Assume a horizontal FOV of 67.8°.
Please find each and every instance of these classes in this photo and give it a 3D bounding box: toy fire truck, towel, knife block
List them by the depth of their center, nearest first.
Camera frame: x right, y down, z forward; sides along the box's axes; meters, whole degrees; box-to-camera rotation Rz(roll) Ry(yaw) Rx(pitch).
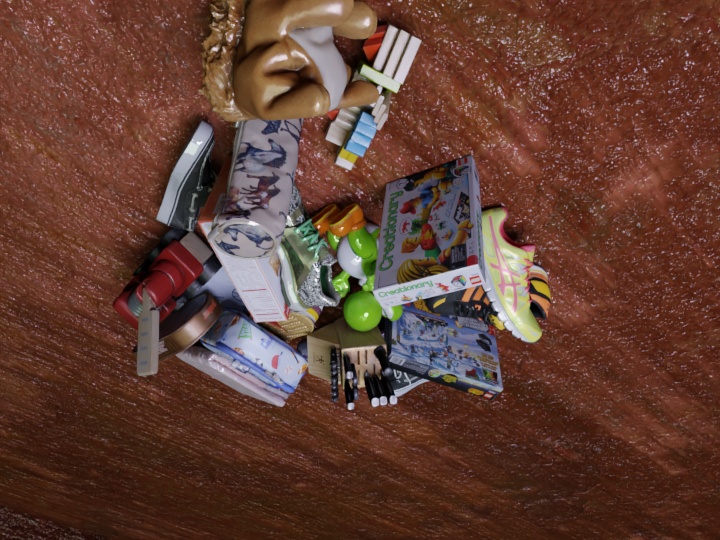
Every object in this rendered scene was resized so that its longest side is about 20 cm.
[{"bbox_3d":[0.013,0.129,0.798,0.173,0.198,0.066,12,111,34],"label":"knife block"},{"bbox_3d":[-0.311,0.055,0.806,0.129,0.201,0.175,46,130,-12],"label":"toy fire truck"},{"bbox_3d":[-0.257,0.201,1.047,0.190,0.033,0.198,39,155,-30],"label":"towel"}]

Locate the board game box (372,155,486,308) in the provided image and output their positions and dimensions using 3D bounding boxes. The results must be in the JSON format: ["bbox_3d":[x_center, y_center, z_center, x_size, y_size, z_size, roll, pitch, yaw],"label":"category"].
[{"bbox_3d":[0.085,-0.052,0.656,0.124,0.203,0.035,-16,131,23],"label":"board game box"}]

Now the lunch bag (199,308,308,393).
[{"bbox_3d":[-0.176,0.135,0.892,0.160,0.076,0.199,40,164,-25],"label":"lunch bag"}]

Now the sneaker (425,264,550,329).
[{"bbox_3d":[0.193,0.050,0.830,0.196,0.091,0.071,-11,135,19],"label":"sneaker"}]

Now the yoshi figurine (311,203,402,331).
[{"bbox_3d":[-0.007,0.010,0.781,0.110,0.113,0.202,-23,118,16],"label":"yoshi figurine"}]

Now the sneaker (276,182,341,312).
[{"bbox_3d":[-0.068,-0.033,0.721,0.087,0.077,0.204,5,124,30],"label":"sneaker"}]

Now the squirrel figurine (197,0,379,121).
[{"bbox_3d":[-0.084,-0.245,0.506,0.196,0.141,0.191,5,112,31],"label":"squirrel figurine"}]

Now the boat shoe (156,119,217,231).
[{"bbox_3d":[-0.224,-0.123,0.731,0.063,0.072,0.200,25,143,-17],"label":"boat shoe"}]

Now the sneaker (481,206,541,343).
[{"bbox_3d":[0.209,0.004,0.742,0.089,0.078,0.203,-28,92,16],"label":"sneaker"}]

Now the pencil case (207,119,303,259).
[{"bbox_3d":[-0.120,-0.113,0.621,0.088,0.204,0.077,19,151,-26],"label":"pencil case"}]

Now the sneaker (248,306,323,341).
[{"bbox_3d":[-0.115,0.058,0.882,0.075,0.091,0.198,39,152,-25],"label":"sneaker"}]

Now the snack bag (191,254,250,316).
[{"bbox_3d":[-0.212,0.046,0.939,0.184,0.022,0.203,9,134,-2],"label":"snack bag"}]

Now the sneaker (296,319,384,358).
[{"bbox_3d":[-0.021,0.111,0.959,0.195,0.075,0.089,-4,118,3],"label":"sneaker"}]

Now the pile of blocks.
[{"bbox_3d":[-0.004,-0.191,0.610,0.061,0.083,0.201,20,136,-13],"label":"pile of blocks"}]

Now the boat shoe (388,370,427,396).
[{"bbox_3d":[0.094,0.179,0.993,0.196,0.075,0.068,-17,137,24],"label":"boat shoe"}]

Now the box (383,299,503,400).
[{"bbox_3d":[0.133,0.118,0.877,0.196,0.139,0.040,20,133,-12],"label":"box"}]

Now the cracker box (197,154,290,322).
[{"bbox_3d":[-0.143,-0.042,0.750,0.056,0.136,0.202,-4,137,13],"label":"cracker box"}]

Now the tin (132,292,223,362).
[{"bbox_3d":[-0.312,0.099,0.911,0.198,0.113,0.042,-26,110,33],"label":"tin"}]
